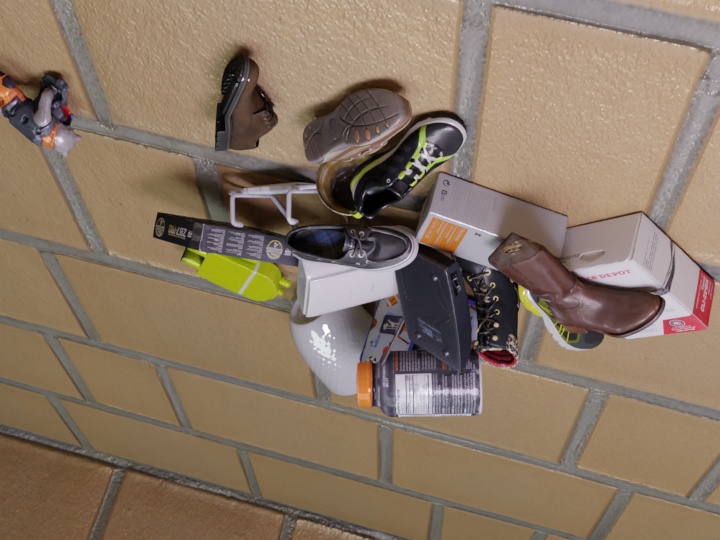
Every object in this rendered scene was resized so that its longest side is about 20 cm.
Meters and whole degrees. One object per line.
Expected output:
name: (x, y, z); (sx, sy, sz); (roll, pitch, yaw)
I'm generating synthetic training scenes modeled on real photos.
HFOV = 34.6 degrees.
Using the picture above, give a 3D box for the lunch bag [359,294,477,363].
lunch bag: (0.111, 0.122, 1.967); (0.199, 0.171, 0.124); (17, 159, 7)

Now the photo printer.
photo printer: (0.000, 0.000, 1.831); (0.199, 0.070, 0.167); (-14, 158, -12)

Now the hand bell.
hand bell: (-0.006, -0.095, 1.726); (0.103, 0.105, 0.200); (14, 162, 8)

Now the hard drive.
hard drive: (0.112, 0.048, 1.752); (0.135, 0.042, 0.201); (31, 144, 42)

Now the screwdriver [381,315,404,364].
screwdriver: (0.076, 0.068, 1.850); (0.028, 0.201, 0.029); (16, 157, 22)

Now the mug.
mug: (-0.060, 0.107, 2.106); (0.200, 0.148, 0.176); (34, 166, 50)

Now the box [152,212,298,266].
box: (-0.207, -0.050, 1.845); (0.199, 0.050, 0.161); (9, -178, -38)

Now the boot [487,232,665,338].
boot: (0.293, 0.014, 1.588); (0.186, 0.065, 0.200); (-14, 134, 46)

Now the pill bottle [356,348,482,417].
pill bottle: (0.093, 0.179, 1.839); (0.198, 0.107, 0.106); (-1, 152, 4)

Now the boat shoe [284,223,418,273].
boat shoe: (-0.017, -0.039, 1.690); (0.198, 0.071, 0.066); (8, 176, 17)

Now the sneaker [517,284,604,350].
sneaker: (0.332, 0.065, 1.826); (0.200, 0.075, 0.084); (35, 149, -32)

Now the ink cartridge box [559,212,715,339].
ink cartridge box: (0.395, 0.012, 1.670); (0.200, 0.084, 0.144); (35, 150, -32)

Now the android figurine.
android figurine: (-0.223, -0.003, 2.084); (0.199, 0.041, 0.182); (23, 154, -9)

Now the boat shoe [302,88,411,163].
boat shoe: (0.004, -0.192, 1.546); (0.071, 0.076, 0.199); (3, 170, -39)

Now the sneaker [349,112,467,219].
sneaker: (0.066, -0.130, 1.552); (0.072, 0.083, 0.200); (33, 128, -32)

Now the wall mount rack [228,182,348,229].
wall mount rack: (-0.104, -0.095, 1.800); (0.199, 0.075, 0.173); (-1, -179, 35)

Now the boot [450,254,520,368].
boot: (0.194, 0.044, 1.772); (0.073, 0.155, 0.203); (-13, 144, 29)

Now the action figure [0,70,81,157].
action figure: (-0.518, -0.231, 1.756); (0.193, 0.105, 0.200); (30, 151, -3)

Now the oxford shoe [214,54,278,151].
oxford shoe: (-0.151, -0.230, 1.578); (0.084, 0.073, 0.200); (4, 158, -10)

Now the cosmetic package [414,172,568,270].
cosmetic package: (0.188, -0.060, 1.677); (0.199, 0.072, 0.102); (18, 154, -3)
